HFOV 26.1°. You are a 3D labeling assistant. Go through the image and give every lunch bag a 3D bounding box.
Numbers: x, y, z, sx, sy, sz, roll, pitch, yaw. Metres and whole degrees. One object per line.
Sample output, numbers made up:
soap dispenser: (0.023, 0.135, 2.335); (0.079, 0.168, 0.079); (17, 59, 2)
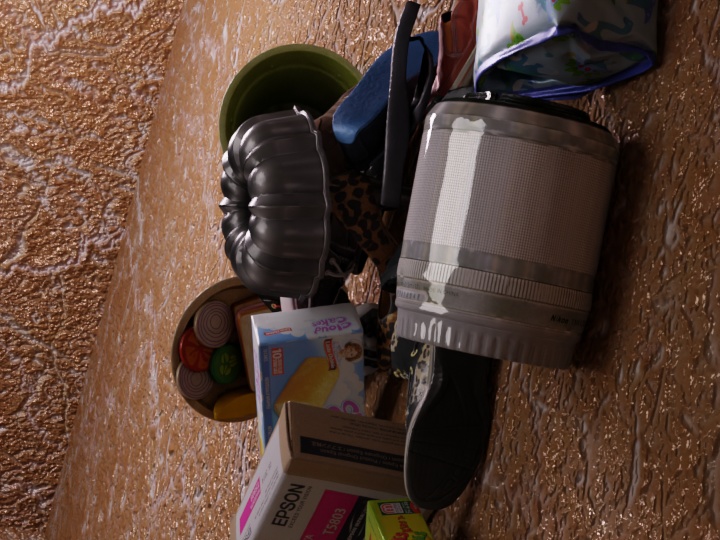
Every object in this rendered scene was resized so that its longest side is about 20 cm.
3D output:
lunch bag: (0.159, -0.237, 1.287); (0.199, 0.126, 0.172); (-14, 66, 61)

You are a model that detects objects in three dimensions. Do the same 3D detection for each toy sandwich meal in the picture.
toy sandwich meal: (-0.136, 0.102, 1.925); (0.070, 0.203, 0.208); (22, 101, 59)

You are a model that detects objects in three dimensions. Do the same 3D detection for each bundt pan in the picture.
bundt pan: (-0.096, -0.068, 1.613); (0.202, 0.075, 0.205); (177, 90, -71)

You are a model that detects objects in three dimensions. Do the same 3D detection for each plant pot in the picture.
plant pot: (-0.080, -0.167, 1.965); (0.190, 0.197, 0.203); (143, 137, -84)

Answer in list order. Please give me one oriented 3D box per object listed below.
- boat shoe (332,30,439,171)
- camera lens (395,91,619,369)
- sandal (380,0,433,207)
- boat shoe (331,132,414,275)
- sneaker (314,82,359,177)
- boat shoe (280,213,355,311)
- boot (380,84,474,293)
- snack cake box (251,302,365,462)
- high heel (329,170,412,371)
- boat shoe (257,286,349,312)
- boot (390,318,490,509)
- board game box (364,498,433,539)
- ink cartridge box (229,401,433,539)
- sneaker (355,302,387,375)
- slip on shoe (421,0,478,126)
boat shoe: (0.035, -0.180, 1.632); (0.084, 0.200, 0.069); (21, 140, 38)
camera lens: (0.115, -0.034, 1.244); (0.160, 0.158, 0.203); (-169, 90, -73)
sandal: (0.048, -0.164, 1.536); (0.076, 0.042, 0.203); (-83, -3, -78)
boat shoe: (0.021, -0.092, 1.763); (0.203, 0.063, 0.074); (-62, -10, 12)
sneaker: (-0.008, -0.162, 1.678); (0.076, 0.070, 0.201); (-44, 11, 31)
boat shoe: (-0.038, -0.014, 1.710); (0.067, 0.071, 0.203); (0, 78, 35)
boot: (0.084, -0.076, 1.507); (0.200, 0.076, 0.170); (144, 132, -59)
snack cake box: (-0.054, 0.143, 1.668); (0.067, 0.113, 0.202); (-113, 18, -61)
high heel: (0.000, 0.000, 1.624); (0.071, 0.141, 0.203); (-145, 67, -70)
boat shoe: (-0.073, 0.025, 1.782); (0.073, 0.201, 0.064); (-23, 57, 22)
boot: (0.069, 0.116, 1.468); (0.154, 0.073, 0.206); (177, 103, -77)
board game box: (0.033, 0.322, 1.414); (0.102, 0.047, 0.203); (-118, 29, -64)
ink cartridge box: (-0.025, 0.231, 1.530); (0.076, 0.163, 0.201); (-97, 24, -45)
sneaker: (-0.017, 0.092, 1.758); (0.201, 0.074, 0.082); (120, 163, -47)
slip on shoe: (0.103, -0.229, 1.532); (0.074, 0.061, 0.201); (-46, -16, -58)
